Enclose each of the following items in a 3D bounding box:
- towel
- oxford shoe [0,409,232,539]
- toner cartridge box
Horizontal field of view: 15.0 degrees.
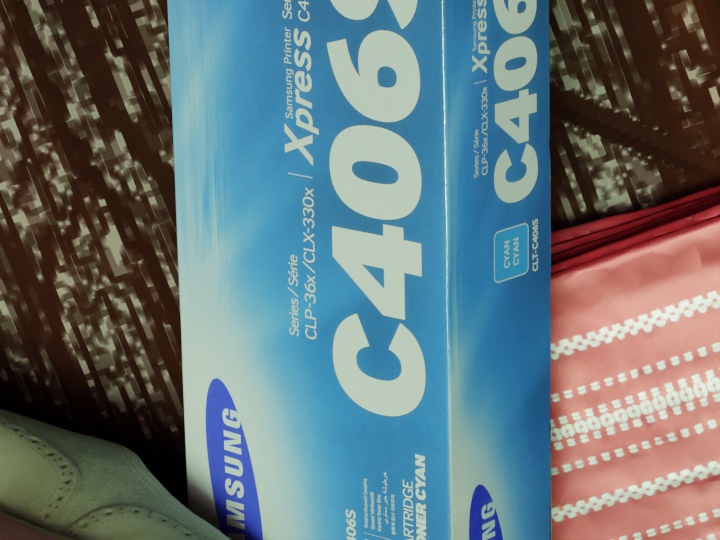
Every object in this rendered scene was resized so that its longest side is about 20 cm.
[{"bbox_3d":[0.112,0.072,0.730,0.144,0.022,0.200,-19,101,16],"label":"towel"},{"bbox_3d":[-0.103,0.068,0.736,0.200,0.074,0.071,31,121,32],"label":"oxford shoe"},{"bbox_3d":[0.000,0.000,0.699,0.095,0.043,0.200,12,110,41],"label":"toner cartridge box"}]
